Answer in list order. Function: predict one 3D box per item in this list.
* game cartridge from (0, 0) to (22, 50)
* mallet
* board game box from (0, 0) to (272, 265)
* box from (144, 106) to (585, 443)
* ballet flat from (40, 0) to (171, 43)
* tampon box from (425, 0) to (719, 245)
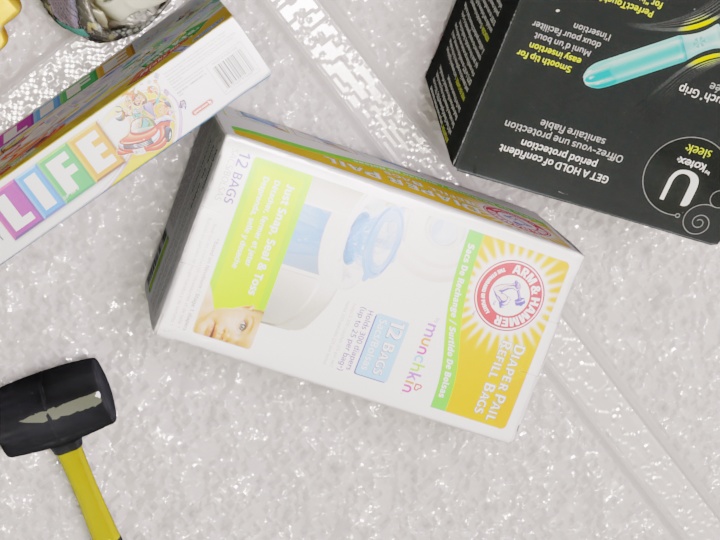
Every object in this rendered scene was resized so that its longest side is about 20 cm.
[{"bbox_3d":[-0.293,-0.153,0.927,0.176,0.032,0.200,-35,109,0],"label":"game cartridge"},{"bbox_3d":[-0.133,0.139,1.025,0.066,0.041,0.200,-26,111,1],"label":"mallet"},{"bbox_3d":[-0.141,-0.063,0.919,0.200,0.134,0.034,-35,107,0],"label":"board game box"},{"bbox_3d":[0.000,0.000,0.976,0.200,0.101,0.113,19,101,-14],"label":"box"},{"bbox_3d":[-0.077,-0.189,0.931,0.072,0.072,0.200,43,94,-17],"label":"ballet flat"},{"bbox_3d":[0.140,-0.142,0.931,0.150,0.126,0.200,16,115,-13],"label":"tampon box"}]
